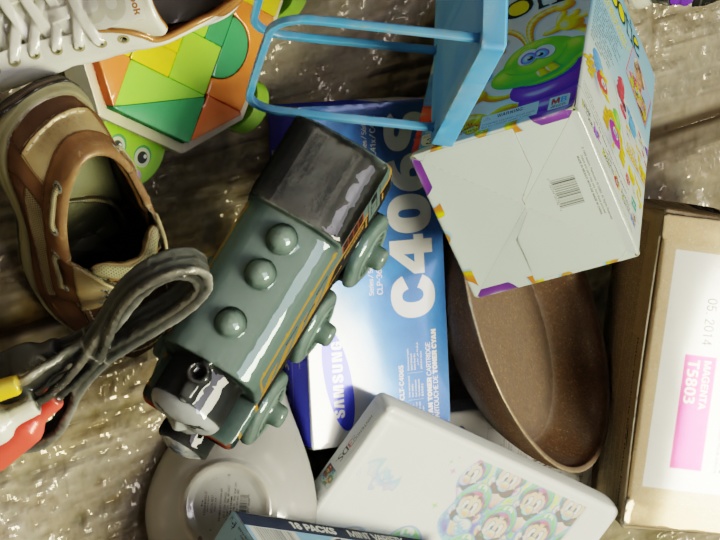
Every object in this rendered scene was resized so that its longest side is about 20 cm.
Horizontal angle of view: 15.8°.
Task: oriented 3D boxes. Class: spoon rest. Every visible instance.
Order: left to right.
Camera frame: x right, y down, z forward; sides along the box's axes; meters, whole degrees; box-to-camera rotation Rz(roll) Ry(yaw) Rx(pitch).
[{"bbox_3d":[-0.067,0.089,1.495,0.061,0.099,0.201,25,73,-87],"label":"spoon rest"}]

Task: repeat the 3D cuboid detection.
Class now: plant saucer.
[{"bbox_3d":[0.096,0.032,1.608,0.200,0.037,0.201,44,37,-46],"label":"plant saucer"}]

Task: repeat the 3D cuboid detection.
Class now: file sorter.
[{"bbox_3d":[0.008,-0.188,1.389,0.122,0.139,0.201,5,71,-8],"label":"file sorter"}]

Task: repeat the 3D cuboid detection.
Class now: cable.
[{"bbox_3d":[-0.150,0.058,1.363,0.097,0.200,0.050,40,32,-49],"label":"cable"}]

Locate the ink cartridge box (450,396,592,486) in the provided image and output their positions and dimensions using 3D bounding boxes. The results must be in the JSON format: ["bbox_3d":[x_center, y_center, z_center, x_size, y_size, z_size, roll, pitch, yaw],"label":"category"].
[{"bbox_3d":[0.067,0.142,1.647,0.200,0.042,0.120,-5,102,-42],"label":"ink cartridge box"}]

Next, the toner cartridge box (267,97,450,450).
[{"bbox_3d":[0.000,0.000,1.531,0.095,0.043,0.201,-6,96,-26],"label":"toner cartridge box"}]

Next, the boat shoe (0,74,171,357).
[{"bbox_3d":[-0.139,-0.014,1.376,0.076,0.074,0.200,-39,143,-13],"label":"boat shoe"}]

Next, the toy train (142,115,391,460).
[{"bbox_3d":[-0.050,0.009,1.405,0.200,0.085,0.114,-58,171,-12],"label":"toy train"}]

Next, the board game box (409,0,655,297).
[{"bbox_3d":[0.105,-0.091,1.528,0.200,0.103,0.105,-75,145,-55],"label":"board game box"}]

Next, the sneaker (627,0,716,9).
[{"bbox_3d":[0.220,-0.265,1.655,0.070,0.099,0.201,-46,137,-65],"label":"sneaker"}]

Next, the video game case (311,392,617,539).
[{"bbox_3d":[0.035,0.180,1.566,0.200,0.024,0.182,26,106,-36],"label":"video game case"}]

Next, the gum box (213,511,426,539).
[{"bbox_3d":[-0.051,0.236,1.499,0.170,0.045,0.200,14,117,-43],"label":"gum box"}]

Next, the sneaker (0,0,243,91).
[{"bbox_3d":[-0.149,-0.140,1.335,0.199,0.085,0.073,-18,96,-14],"label":"sneaker"}]

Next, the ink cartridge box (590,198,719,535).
[{"bbox_3d":[0.201,0.058,1.666,0.075,0.165,0.201,7,95,-5],"label":"ink cartridge box"}]

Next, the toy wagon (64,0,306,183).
[{"bbox_3d":[-0.108,-0.126,1.437,0.155,0.040,0.201,24,82,-42],"label":"toy wagon"}]
